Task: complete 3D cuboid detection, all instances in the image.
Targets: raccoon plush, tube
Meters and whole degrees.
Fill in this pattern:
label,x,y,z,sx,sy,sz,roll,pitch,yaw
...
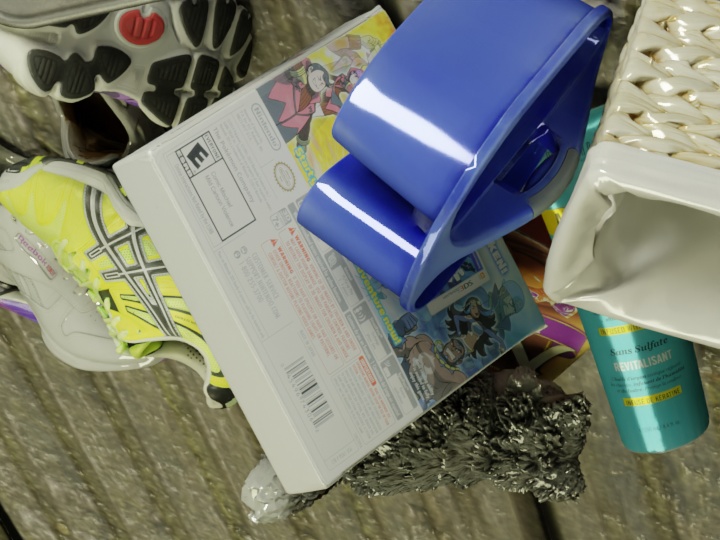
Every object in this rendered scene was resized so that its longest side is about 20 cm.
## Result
label,x,y,z,sx,sy,sz,roll,pitch,yaw
raccoon plush,0.043,0.117,1.693,0.134,0.200,0.097,24,142,29
tube,0.143,0.002,1.599,0.077,0.050,0.201,-16,112,5

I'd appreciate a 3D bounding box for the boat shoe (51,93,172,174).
label,x,y,z,sx,sy,sz,roll,pitch,yaw
boat shoe,-0.151,-0.085,1.733,0.071,0.070,0.200,17,150,15

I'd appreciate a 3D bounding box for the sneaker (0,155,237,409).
label,x,y,z,sx,sy,sz,roll,pitch,yaw
sneaker,-0.133,0.004,1.711,0.200,0.077,0.075,32,161,7

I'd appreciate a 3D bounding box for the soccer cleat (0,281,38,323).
label,x,y,z,sx,sy,sz,roll,pitch,yaw
soccer cleat,-0.218,0.009,1.954,0.199,0.068,0.073,22,156,1

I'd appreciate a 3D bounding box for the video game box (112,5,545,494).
label,x,y,z,sx,sy,sz,roll,pitch,yaw
video game box,-0.013,-0.013,1.559,0.047,0.182,0.201,-15,105,55

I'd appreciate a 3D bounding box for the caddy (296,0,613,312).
label,x,y,z,sx,sy,sz,roll,pitch,yaw
caddy,0.058,-0.067,1.473,0.105,0.200,0.142,33,138,8

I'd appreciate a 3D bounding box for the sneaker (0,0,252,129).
label,x,y,z,sx,sy,sz,roll,pitch,yaw
sneaker,-0.136,-0.130,1.600,0.083,0.081,0.200,25,-172,39

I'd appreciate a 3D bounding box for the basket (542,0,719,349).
label,x,y,z,sx,sy,sz,roll,pitch,yaw
basket,0.205,-0.039,1.437,0.199,0.124,0.136,17,152,1

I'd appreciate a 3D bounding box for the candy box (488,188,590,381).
label,x,y,z,sx,sy,sz,roll,pitch,yaw
candy box,0.086,0.007,1.718,0.116,0.057,0.200,28,153,-7

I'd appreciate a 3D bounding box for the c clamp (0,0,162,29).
label,x,y,z,sx,sy,sz,roll,pitch,yaw
c clamp,-0.146,-0.210,1.478,0.199,0.172,0.027,-4,179,19

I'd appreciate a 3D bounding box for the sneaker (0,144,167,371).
label,x,y,z,sx,sy,sz,roll,pitch,yaw
sneaker,-0.190,-0.009,1.842,0.200,0.075,0.100,37,152,32
